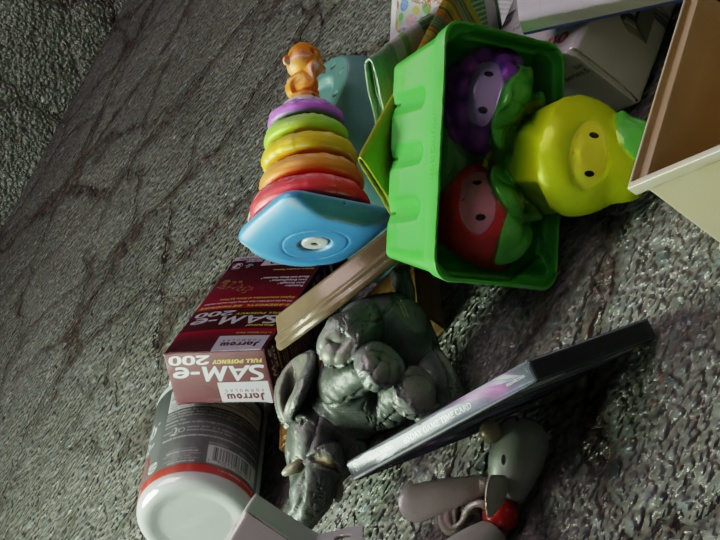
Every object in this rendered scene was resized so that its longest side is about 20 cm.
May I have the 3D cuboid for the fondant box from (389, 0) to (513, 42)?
[{"bbox_3d":[0.105,-0.297,1.493,0.143,0.058,0.202,10,102,35],"label":"fondant box"}]

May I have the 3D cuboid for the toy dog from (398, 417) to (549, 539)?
[{"bbox_3d":[0.059,0.189,1.088,0.132,0.096,0.201,-34,31,42],"label":"toy dog"}]

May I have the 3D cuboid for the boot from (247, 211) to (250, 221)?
[{"bbox_3d":[-0.086,-0.013,1.696,0.199,0.072,0.145,-4,57,59],"label":"boot"}]

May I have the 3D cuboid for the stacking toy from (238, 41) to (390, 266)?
[{"bbox_3d":[-0.048,-0.114,1.380,0.110,0.115,0.202,-36,52,51],"label":"stacking toy"}]

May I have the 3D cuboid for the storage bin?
[{"bbox_3d":[0.301,-0.138,1.033,0.199,0.093,0.200,-24,39,53],"label":"storage bin"}]

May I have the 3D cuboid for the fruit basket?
[{"bbox_3d":[0.126,-0.088,1.217,0.215,0.154,0.218,-9,79,51],"label":"fruit basket"}]

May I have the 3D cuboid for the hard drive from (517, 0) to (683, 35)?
[{"bbox_3d":[0.226,-0.270,1.280,0.198,0.025,0.133,-10,56,15],"label":"hard drive"}]

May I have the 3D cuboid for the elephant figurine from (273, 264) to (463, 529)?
[{"bbox_3d":[-0.019,0.120,1.299,0.154,0.142,0.200,-12,-32,-51],"label":"elephant figurine"}]

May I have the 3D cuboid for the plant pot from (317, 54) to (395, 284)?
[{"bbox_3d":[0.009,-0.112,1.509,0.201,0.160,0.201,-45,25,28],"label":"plant pot"}]

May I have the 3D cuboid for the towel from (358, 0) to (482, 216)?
[{"bbox_3d":[0.056,-0.144,1.315,0.018,0.086,0.201,6,56,37],"label":"towel"}]

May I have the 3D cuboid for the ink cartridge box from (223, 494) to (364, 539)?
[{"bbox_3d":[-0.072,0.269,1.166,0.201,0.125,0.129,-58,0,-3],"label":"ink cartridge box"}]

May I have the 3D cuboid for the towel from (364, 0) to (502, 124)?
[{"bbox_3d":[0.074,-0.160,1.373,0.023,0.154,0.200,11,37,35],"label":"towel"}]

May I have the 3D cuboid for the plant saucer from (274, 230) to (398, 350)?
[{"bbox_3d":[0.000,0.000,1.365,0.199,0.030,0.200,-37,1,1],"label":"plant saucer"}]

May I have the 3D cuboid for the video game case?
[{"bbox_3d":[0.099,0.094,1.114,0.142,0.019,0.199,-14,-14,-45],"label":"video game case"}]

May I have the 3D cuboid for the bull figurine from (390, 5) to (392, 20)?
[{"bbox_3d":[0.063,-0.250,1.630,0.122,0.064,0.202,-75,-12,-62],"label":"bull figurine"}]

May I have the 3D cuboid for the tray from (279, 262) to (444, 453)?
[{"bbox_3d":[-0.003,0.080,1.440,0.200,0.037,0.099,-47,24,25],"label":"tray"}]

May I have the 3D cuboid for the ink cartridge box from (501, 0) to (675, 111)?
[{"bbox_3d":[0.201,-0.229,1.371,0.145,0.084,0.201,-18,43,57],"label":"ink cartridge box"}]

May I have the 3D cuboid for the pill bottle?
[{"bbox_3d":[-0.149,0.173,1.512,0.116,0.115,0.201,-43,25,29],"label":"pill bottle"}]

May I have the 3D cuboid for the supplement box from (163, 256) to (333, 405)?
[{"bbox_3d":[-0.102,0.054,1.513,0.108,0.061,0.200,-4,27,20],"label":"supplement box"}]
